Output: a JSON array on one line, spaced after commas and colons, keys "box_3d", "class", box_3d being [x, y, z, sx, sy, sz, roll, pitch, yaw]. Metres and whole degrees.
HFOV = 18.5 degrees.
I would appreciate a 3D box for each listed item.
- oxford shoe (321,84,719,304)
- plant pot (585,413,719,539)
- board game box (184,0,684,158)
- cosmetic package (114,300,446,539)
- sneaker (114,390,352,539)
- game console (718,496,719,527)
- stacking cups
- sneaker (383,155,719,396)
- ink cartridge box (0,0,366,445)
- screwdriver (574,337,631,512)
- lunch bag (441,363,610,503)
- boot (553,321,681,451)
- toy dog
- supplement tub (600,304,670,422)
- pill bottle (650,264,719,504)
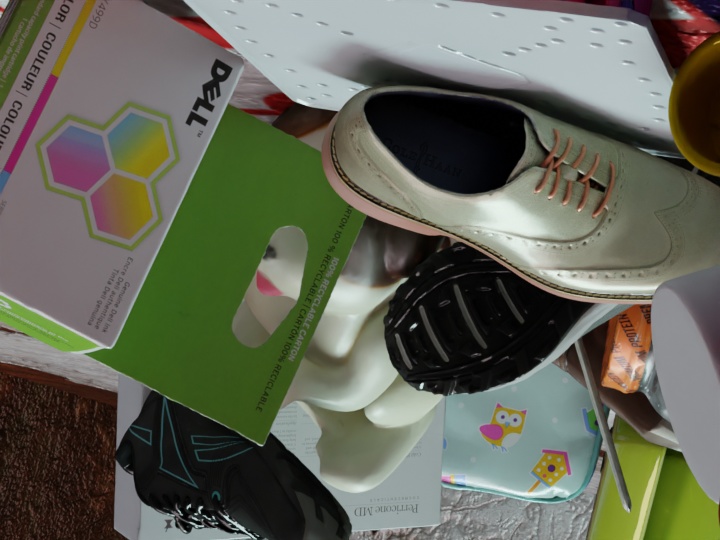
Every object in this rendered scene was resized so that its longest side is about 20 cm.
[{"box_3d": [0.082, -0.032, 0.951, 0.199, 0.071, 0.074, 12, 169, -5], "class": "oxford shoe"}, {"box_3d": [0.236, 0.138, 1.359, 0.180, 0.200, 0.200, 14, -145, 7], "class": "plant pot"}, {"box_3d": [0.038, -0.095, 0.922, 0.199, 0.026, 0.200, 10, 171, 18], "class": "board game box"}, {"box_3d": [-0.046, 0.081, 1.326, 0.199, 0.152, 0.052, 0, -175, -25], "class": "cosmetic package"}, {"box_3d": [-0.071, 0.116, 1.189, 0.075, 0.079, 0.200, 49, 174, -32], "class": "sneaker"}, {"box_3d": [0.200, 0.001, 0.723, 0.118, 0.201, 0.172, 13, 171, 4], "class": "game console"}, {"box_3d": [0.201, -0.050, 0.919, 0.060, 0.061, 0.200, 6, 174, 37], "class": "stacking cups"}, {"box_3d": [0.102, 0.003, 1.073, 0.199, 0.074, 0.079, -29, 167, 17], "class": "sneaker"}, {"box_3d": [-0.091, -0.028, 1.001, 0.199, 0.148, 0.076, 28, 167, -15], "class": "ink cartridge box"}, {"box_3d": [0.115, 0.041, 1.198, 0.029, 0.201, 0.028, -12, -167, 2], "class": "screwdriver"}, {"box_3d": [0.073, 0.057, 1.429, 0.199, 0.161, 0.077, 11, -165, 1], "class": "lunch bag"}, {"box_3d": [0.119, 0.054, 1.261, 0.186, 0.065, 0.200, -17, -142, -28], "class": "boot"}, {"box_3d": [0.000, 0.000, 1.165, 0.140, 0.193, 0.200, 55, 172, 26], "class": "toy dog"}, {"box_3d": [0.232, 0.034, 1.160, 0.199, 0.123, 0.123, 12, 171, 5], "class": "supplement tub"}, {"box_3d": [0.222, 0.023, 0.867, 0.199, 0.120, 0.120, -15, 174, -7], "class": "pill bottle"}]
